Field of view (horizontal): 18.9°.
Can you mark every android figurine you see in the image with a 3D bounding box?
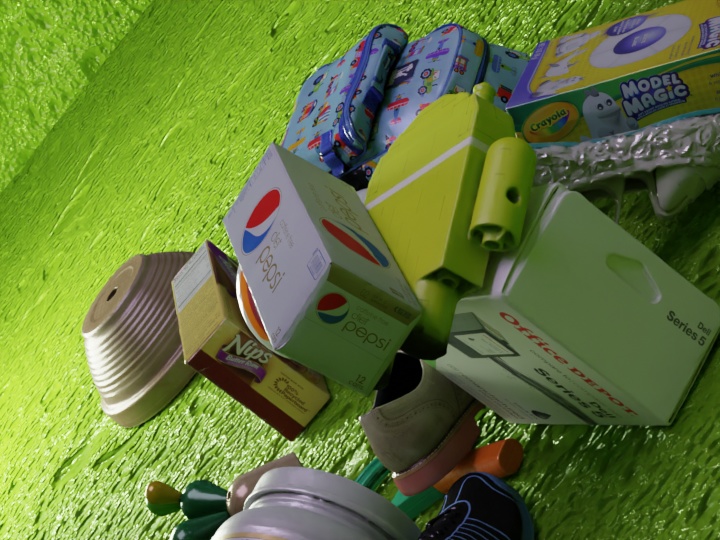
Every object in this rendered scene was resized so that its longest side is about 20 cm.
[{"bbox_3d":[0.042,-0.027,1.320,0.182,0.041,0.201,-34,34,49],"label":"android figurine"}]

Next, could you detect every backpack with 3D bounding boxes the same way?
[{"bbox_3d":[0.044,-0.125,1.808,0.200,0.134,0.183,-28,31,45],"label":"backpack"}]

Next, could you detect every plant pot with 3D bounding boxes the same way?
[{"bbox_3d":[-0.213,0.049,2.161,0.201,0.093,0.201,-45,19,20],"label":"plant pot"}]

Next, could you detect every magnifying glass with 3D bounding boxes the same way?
[{"bbox_3d":[0.046,0.147,1.492,0.200,0.022,0.080,-28,30,54],"label":"magnifying glass"}]

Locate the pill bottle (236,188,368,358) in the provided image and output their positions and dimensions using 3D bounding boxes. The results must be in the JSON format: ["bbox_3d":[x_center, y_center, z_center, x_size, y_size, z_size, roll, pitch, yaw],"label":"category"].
[{"bbox_3d":[0.000,0.000,1.559,0.200,0.109,0.110,-17,39,57],"label":"pill bottle"}]

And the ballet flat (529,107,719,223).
[{"bbox_3d":[0.173,-0.058,1.414,0.198,0.072,0.072,-10,26,2],"label":"ballet flat"}]

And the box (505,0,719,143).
[{"bbox_3d":[0.206,-0.139,1.462,0.199,0.049,0.117,-13,24,23],"label":"box"}]

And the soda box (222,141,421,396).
[{"bbox_3d":[-0.026,-0.005,1.300,0.064,0.068,0.200,-56,23,14],"label":"soda box"}]

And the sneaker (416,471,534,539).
[{"bbox_3d":[0.057,0.179,1.315,0.070,0.078,0.200,-44,21,23],"label":"sneaker"}]

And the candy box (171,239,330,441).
[{"bbox_3d":[-0.096,0.057,1.833,0.057,0.116,0.200,-48,19,11],"label":"candy box"}]

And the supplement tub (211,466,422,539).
[{"bbox_3d":[-0.048,0.240,1.350,0.145,0.145,0.201,-26,32,52],"label":"supplement tub"}]

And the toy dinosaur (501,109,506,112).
[{"bbox_3d":[0.125,-0.044,1.569,0.085,0.137,0.200,-2,12,13],"label":"toy dinosaur"}]

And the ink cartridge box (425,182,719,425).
[{"bbox_3d":[0.109,0.026,1.360,0.084,0.145,0.200,-60,20,-16],"label":"ink cartridge box"}]

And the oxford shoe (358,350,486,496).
[{"bbox_3d":[0.057,0.068,1.487,0.070,0.075,0.200,-32,15,32],"label":"oxford shoe"}]

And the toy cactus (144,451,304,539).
[{"bbox_3d":[-0.107,0.206,1.669,0.164,0.103,0.200,-34,16,-3],"label":"toy cactus"}]
